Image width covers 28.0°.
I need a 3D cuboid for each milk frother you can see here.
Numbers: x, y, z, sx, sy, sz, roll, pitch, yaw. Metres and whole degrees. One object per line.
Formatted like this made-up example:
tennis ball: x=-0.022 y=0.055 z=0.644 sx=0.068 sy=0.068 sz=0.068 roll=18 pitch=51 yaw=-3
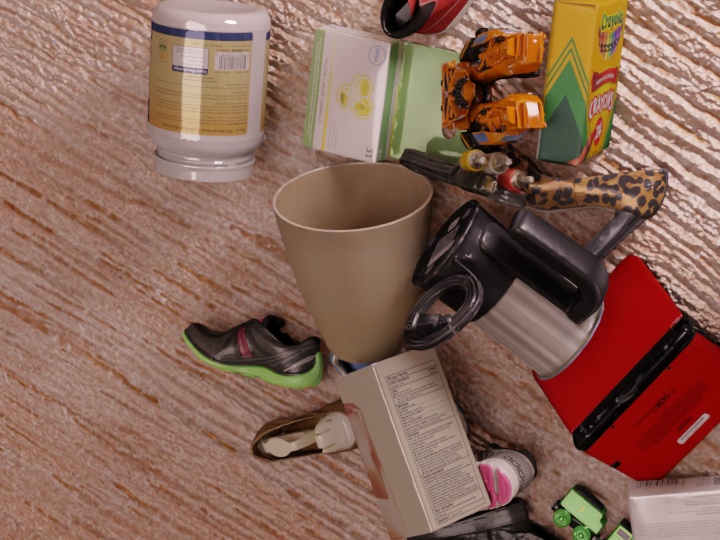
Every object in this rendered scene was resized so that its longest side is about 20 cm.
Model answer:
milk frother: x=0.152 y=0.050 z=1.564 sx=0.188 sy=0.201 sz=0.180 roll=36 pitch=161 yaw=-10

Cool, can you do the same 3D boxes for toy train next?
toy train: x=0.312 y=0.328 z=1.694 sx=0.200 sy=0.042 sz=0.057 roll=39 pitch=107 yaw=12

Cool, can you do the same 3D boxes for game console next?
game console: x=0.322 y=0.116 z=1.643 sx=0.172 sy=0.119 sz=0.200 roll=28 pitch=120 yaw=-17

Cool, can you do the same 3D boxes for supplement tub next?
supplement tub: x=-0.183 y=-0.217 z=1.734 sx=0.144 sy=0.144 sz=0.201 roll=13 pitch=109 yaw=23

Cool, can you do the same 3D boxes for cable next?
cable: x=0.122 y=-0.113 z=1.602 sx=0.200 sy=0.097 sz=0.051 roll=27 pitch=94 yaw=62

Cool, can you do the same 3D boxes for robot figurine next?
robot figurine: x=0.139 y=-0.196 z=1.555 sx=0.200 sy=0.058 sz=0.146 roll=-178 pitch=88 yaw=-69

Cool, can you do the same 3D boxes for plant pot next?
plant pot: x=0.000 y=0.000 z=1.698 sx=0.186 sy=0.187 sz=0.201 roll=8 pitch=122 yaw=24

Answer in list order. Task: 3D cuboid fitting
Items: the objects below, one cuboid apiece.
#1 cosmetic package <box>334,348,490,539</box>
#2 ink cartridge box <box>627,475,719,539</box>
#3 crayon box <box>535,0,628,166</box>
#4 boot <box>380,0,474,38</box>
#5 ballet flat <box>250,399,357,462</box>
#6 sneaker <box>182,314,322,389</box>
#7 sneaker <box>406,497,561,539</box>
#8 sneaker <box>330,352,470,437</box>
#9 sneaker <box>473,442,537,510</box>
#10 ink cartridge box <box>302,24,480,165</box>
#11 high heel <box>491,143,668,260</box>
cosmetic package: x=0.059 y=0.198 z=1.668 sx=0.087 sy=0.103 sz=0.201 roll=-25 pitch=82 yaw=51
ink cartridge box: x=0.395 y=0.334 z=1.636 sx=0.160 sy=0.050 sz=0.201 roll=-7 pitch=103 yaw=17
crayon box: x=0.238 y=-0.221 z=1.531 sx=0.050 sy=0.127 sz=0.201 roll=11 pitch=109 yaw=23
boot: x=0.100 y=-0.337 z=1.560 sx=0.072 sy=0.144 sz=0.200 roll=40 pitch=116 yaw=13
ballet flat: x=-0.059 y=0.208 z=1.827 sx=0.199 sy=0.072 sz=0.068 roll=-13 pitch=98 yaw=29
sneaker: x=-0.133 y=0.095 z=1.845 sx=0.199 sy=0.077 sz=0.084 roll=12 pitch=92 yaw=20
sneaker: x=0.156 y=0.344 z=1.763 sx=0.199 sy=0.060 sz=0.105 roll=-21 pitch=89 yaw=26
sneaker: x=0.044 y=0.153 z=1.762 sx=0.200 sy=0.072 sz=0.072 roll=37 pitch=115 yaw=12
sneaker: x=0.140 y=0.254 z=1.743 sx=0.200 sy=0.087 sz=0.074 roll=-23 pitch=86 yaw=52
ink cartridge box: x=0.034 y=-0.197 z=1.687 sx=0.199 sy=0.048 sz=0.147 roll=16 pitch=110 yaw=25
high heel: x=0.239 y=-0.116 z=1.603 sx=0.143 sy=0.071 sz=0.200 roll=-45 pitch=80 yaw=18
